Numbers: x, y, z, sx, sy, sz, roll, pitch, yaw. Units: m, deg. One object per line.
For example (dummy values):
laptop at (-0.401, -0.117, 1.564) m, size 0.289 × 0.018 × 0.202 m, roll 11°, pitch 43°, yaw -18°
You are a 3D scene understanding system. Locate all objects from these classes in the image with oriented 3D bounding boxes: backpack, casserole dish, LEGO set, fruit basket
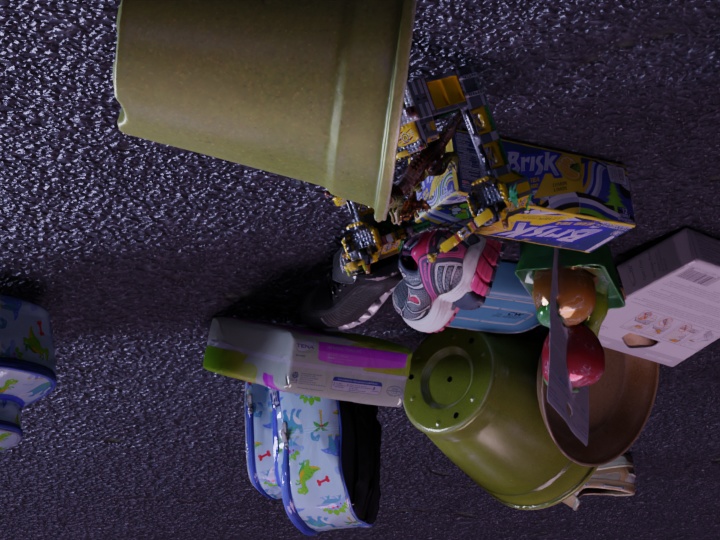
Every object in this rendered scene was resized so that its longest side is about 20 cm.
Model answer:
backpack at (-0.405, 0.106, 1.563) m, size 0.183 × 0.147 × 0.200 m, roll 13°, pitch 149°, yaw -43°
casserole dish at (0.136, 0.031, 1.669) m, size 0.200 × 0.039 × 0.121 m, roll 8°, pitch 155°, yaw -32°
backpack at (-0.052, 0.208, 1.845) m, size 0.147 × 0.200 × 0.183 m, roll -11°, pitch 158°, yaw 13°
LEGO set at (0.023, -0.074, 1.226) m, size 0.200 × 0.154 × 0.116 m, roll -8°, pitch -172°, yaw 38°
fruit basket at (0.198, 0.054, 1.529) m, size 0.094 × 0.200 × 0.185 m, roll 2°, pitch 162°, yaw 21°

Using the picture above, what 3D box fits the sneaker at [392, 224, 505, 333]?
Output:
sneaker at (0.065, -0.001, 1.396) m, size 0.075 × 0.081 × 0.200 m, roll 24°, pitch 162°, yaw -8°

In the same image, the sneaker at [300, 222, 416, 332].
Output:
sneaker at (0.000, 0.000, 1.531) m, size 0.200 × 0.067 × 0.090 m, roll -27°, pitch 146°, yaw 36°

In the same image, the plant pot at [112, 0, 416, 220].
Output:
plant pot at (-0.061, -0.143, 1.027) m, size 0.184 × 0.201 × 0.200 m, roll 7°, pitch 158°, yaw 0°

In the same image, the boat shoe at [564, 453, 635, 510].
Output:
boat shoe at (0.322, 0.329, 2.398) m, size 0.200 × 0.076 × 0.072 m, roll -9°, pitch 158°, yaw 9°

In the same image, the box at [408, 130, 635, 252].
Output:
box at (0.145, -0.069, 1.390) m, size 0.200 × 0.064 × 0.070 m, roll 9°, pitch 154°, yaw -31°

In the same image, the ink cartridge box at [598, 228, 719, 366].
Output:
ink cartridge box at (0.343, 0.032, 1.686) m, size 0.200 × 0.045 × 0.176 m, roll 16°, pitch 142°, yaw -42°

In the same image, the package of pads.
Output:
package of pads at (-0.055, 0.094, 1.656) m, size 0.154 × 0.068 × 0.200 m, roll 10°, pitch 179°, yaw -31°

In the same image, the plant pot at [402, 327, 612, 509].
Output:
plant pot at (0.152, 0.152, 1.784) m, size 0.200 × 0.201 × 0.193 m, roll -21°, pitch 147°, yaw 34°

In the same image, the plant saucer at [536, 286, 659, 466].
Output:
plant saucer at (0.255, 0.114, 1.726) m, size 0.200 × 0.201 × 0.035 m, roll 15°, pitch 175°, yaw -41°
